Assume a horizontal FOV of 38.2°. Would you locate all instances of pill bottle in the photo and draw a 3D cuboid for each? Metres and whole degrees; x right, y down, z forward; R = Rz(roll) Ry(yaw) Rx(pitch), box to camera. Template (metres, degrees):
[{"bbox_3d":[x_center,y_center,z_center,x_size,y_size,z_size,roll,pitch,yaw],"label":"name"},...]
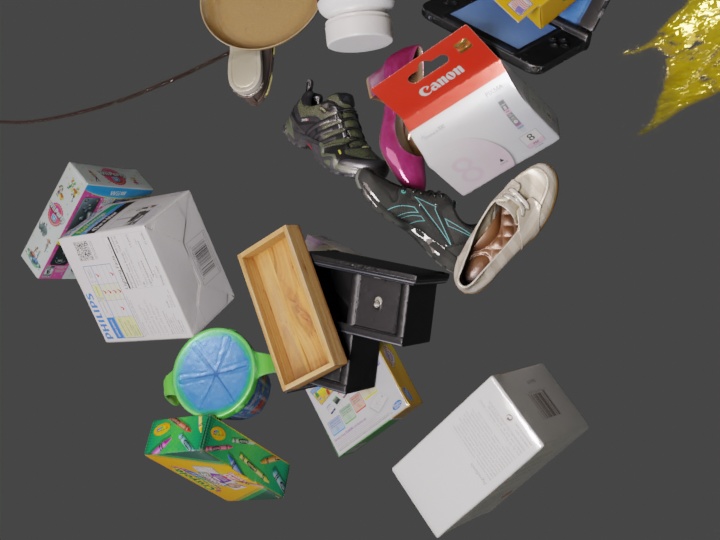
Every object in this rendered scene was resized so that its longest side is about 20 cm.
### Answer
[{"bbox_3d":[-0.009,-0.418,1.459,0.113,0.114,0.204,-7,87,34],"label":"pill bottle"}]

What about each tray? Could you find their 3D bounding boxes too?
[{"bbox_3d":[-0.094,0.051,1.416,0.098,0.037,0.203,-28,76,33],"label":"tray"}]

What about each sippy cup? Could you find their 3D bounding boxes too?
[{"bbox_3d":[-0.200,0.170,1.585,0.176,0.130,0.141,23,79,21],"label":"sippy cup"}]

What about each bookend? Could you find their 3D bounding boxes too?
[{"bbox_3d":[0.005,0.086,1.427,0.196,0.092,0.204,12,99,33],"label":"bookend"}]

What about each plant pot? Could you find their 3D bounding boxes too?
[{"bbox_3d":[-0.145,-0.414,1.562,0.196,0.028,0.203,-4,69,11],"label":"plant pot"}]

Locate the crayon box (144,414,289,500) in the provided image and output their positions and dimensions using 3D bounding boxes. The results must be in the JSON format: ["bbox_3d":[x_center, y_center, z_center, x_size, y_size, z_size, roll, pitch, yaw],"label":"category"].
[{"bbox_3d":[-0.214,0.286,1.570,0.117,0.200,0.059,-11,54,34],"label":"crayon box"}]

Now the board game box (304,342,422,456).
[{"bbox_3d":[-0.016,0.146,1.523,0.153,0.040,0.202,-38,70,29],"label":"board game box"}]

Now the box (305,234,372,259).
[{"bbox_3d":[0.000,0.000,1.508,0.198,0.041,0.039,26,106,31],"label":"box"}]

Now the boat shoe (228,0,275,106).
[{"bbox_3d":[-0.162,-0.352,1.592,0.071,0.060,0.203,-4,70,15],"label":"boat shoe"}]

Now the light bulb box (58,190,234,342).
[{"bbox_3d":[-0.339,-0.003,1.652,0.197,0.125,0.201,-5,116,34],"label":"light bulb box"}]

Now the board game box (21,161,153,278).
[{"bbox_3d":[-0.463,-0.081,1.764,0.064,0.147,0.201,45,115,27],"label":"board game box"}]

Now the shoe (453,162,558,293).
[{"bbox_3d":[0.189,-0.053,1.350,0.070,0.053,0.201,37,98,19],"label":"shoe"}]

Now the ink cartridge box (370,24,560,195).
[{"bbox_3d":[0.134,-0.196,1.322,0.161,0.199,0.058,-29,47,31],"label":"ink cartridge box"}]

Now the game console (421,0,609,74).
[{"bbox_3d":[0.205,-0.361,1.316,0.199,0.175,0.118,35,138,29],"label":"game console"}]

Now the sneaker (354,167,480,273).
[{"bbox_3d":[0.081,-0.083,1.406,0.199,0.076,0.080,38,102,-9],"label":"sneaker"}]

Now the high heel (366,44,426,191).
[{"bbox_3d":[0.074,-0.209,1.439,0.095,0.067,0.203,-30,64,37],"label":"high heel"}]

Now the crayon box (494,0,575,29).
[{"bbox_3d":[0.231,-0.388,1.275,0.199,0.052,0.126,-39,66,-5],"label":"crayon box"}]

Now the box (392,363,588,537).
[{"bbox_3d":[0.166,0.228,1.331,0.200,0.151,0.107,-46,68,26],"label":"box"}]

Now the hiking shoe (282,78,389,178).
[{"bbox_3d":[-0.030,-0.203,1.503,0.199,0.075,0.102,34,113,30],"label":"hiking shoe"}]
